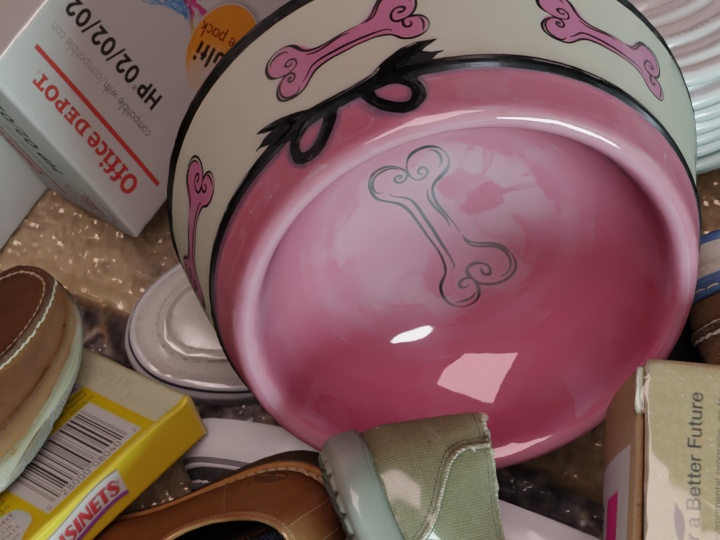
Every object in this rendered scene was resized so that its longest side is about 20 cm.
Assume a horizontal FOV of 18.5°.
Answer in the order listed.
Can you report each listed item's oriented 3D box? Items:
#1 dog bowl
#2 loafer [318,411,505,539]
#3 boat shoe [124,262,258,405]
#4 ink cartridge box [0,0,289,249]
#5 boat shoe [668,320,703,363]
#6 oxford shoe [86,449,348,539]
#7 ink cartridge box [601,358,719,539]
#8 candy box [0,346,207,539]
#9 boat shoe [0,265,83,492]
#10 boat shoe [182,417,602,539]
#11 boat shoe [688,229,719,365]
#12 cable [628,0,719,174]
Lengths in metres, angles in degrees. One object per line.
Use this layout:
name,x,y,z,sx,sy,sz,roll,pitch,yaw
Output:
dog bowl,0.033,-0.010,0.792,0.199,0.201,0.074,-12,40,-1
loafer,0.055,0.137,0.786,0.069,0.075,0.201,-26,106,-3
boat shoe,0.000,0.000,0.886,0.199,0.070,0.071,-13,73,-2
ink cartridge box,-0.101,-0.098,0.889,0.068,0.115,0.200,27,75,41
boat shoe,0.151,0.090,0.856,0.071,0.068,0.201,-8,72,2
oxford shoe,-0.094,0.128,0.825,0.199,0.071,0.072,-32,88,20
ink cartridge box,0.163,0.140,0.751,0.163,0.075,0.201,5,75,-3
candy box,-0.160,0.104,0.834,0.200,0.027,0.102,-43,37,-25
boat shoe,-0.178,0.061,0.812,0.075,0.072,0.200,5,44,40
boat shoe,0.019,0.116,0.856,0.199,0.070,0.067,20,74,0
boat shoe,0.218,0.018,0.863,0.199,0.072,0.073,-5,76,-12
cable,0.091,-0.121,0.892,0.198,0.069,0.201,7,52,6
